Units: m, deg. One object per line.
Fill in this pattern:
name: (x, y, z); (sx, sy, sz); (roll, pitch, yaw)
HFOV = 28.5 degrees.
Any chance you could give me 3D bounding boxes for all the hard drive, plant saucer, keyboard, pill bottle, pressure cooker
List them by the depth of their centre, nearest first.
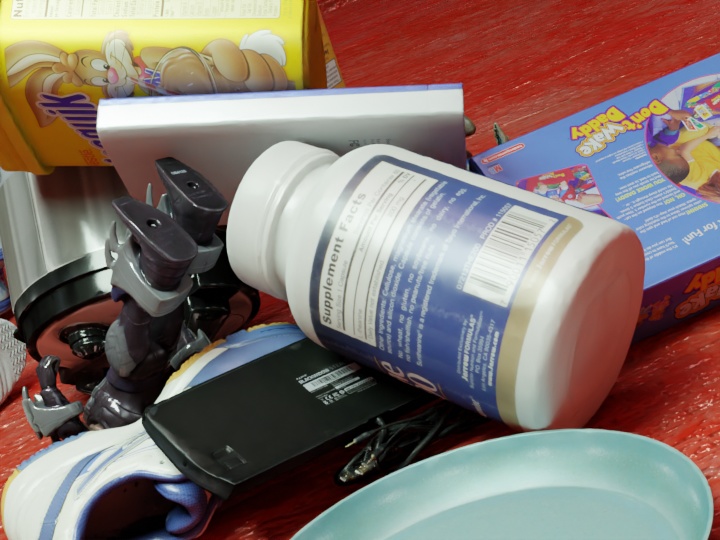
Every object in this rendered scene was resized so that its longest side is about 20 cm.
plant saucer: (0.047, 0.124, 0.573); (0.198, 0.028, 0.200); (-18, 17, 6)
pill bottle: (0.033, 0.001, 0.719); (0.199, 0.112, 0.111); (21, 37, 29)
keyboard: (-0.007, 0.076, 0.740); (0.199, 0.040, 0.104); (-22, 42, -33)
hard drive: (-0.038, -0.064, 0.819); (0.198, 0.026, 0.132); (-2, -22, 5)
pressure cooker: (-0.161, -0.014, 0.975); (0.177, 0.202, 0.176); (-13, -21, -5)

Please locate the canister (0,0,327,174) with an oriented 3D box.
canister: (-0.123, -0.117, 0.837); (0.198, 0.087, 0.149); (0, -22, 4)

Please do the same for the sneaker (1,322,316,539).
sneaker: (-0.086, 0.103, 0.747); (0.199, 0.076, 0.088); (-33, 31, -19)

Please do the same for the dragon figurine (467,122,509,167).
dragon figurine: (0.064, -0.054, 1.017); (0.098, 0.059, 0.200); (-13, -3, 0)

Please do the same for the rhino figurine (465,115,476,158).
rhino figurine: (0.014, -0.084, 1.231); (0.087, 0.060, 0.199); (-43, 22, -30)

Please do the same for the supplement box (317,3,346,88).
supplement box: (-0.042, -0.102, 1.102); (0.066, 0.201, 0.069); (-8, 23, 33)

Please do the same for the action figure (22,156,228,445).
action figure: (-0.124, 0.043, 0.801); (0.069, 0.201, 0.130); (31, 33, 19)

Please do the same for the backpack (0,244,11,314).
backpack: (-0.404, -0.011, 1.325); (0.199, 0.148, 0.182); (-32, 19, -26)

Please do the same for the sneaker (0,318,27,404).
sneaker: (-0.349, 0.093, 1.048); (0.113, 0.076, 0.200); (1, 28, 44)

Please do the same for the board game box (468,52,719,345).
board game box: (0.180, -0.044, 0.811); (0.198, 0.045, 0.135); (-23, 51, -11)
